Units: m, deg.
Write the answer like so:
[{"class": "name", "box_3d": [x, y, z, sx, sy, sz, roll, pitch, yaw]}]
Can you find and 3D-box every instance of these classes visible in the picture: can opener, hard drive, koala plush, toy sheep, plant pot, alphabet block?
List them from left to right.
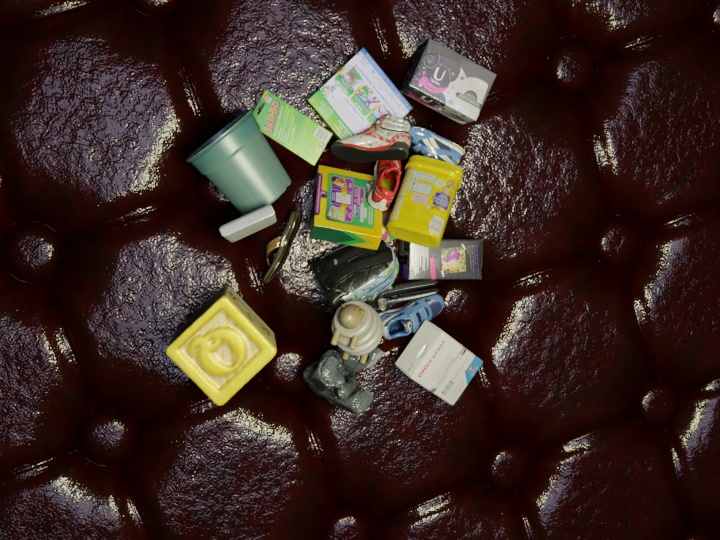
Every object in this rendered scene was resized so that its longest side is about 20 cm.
[{"class": "alphabet block", "box_3d": [-0.336, 0.178, 1.639, 0.196, 0.200, 0.195, -44, 102, -2]}, {"class": "plant pot", "box_3d": [-0.280, -0.249, 1.611, 0.200, 0.200, 0.197, -39, 109, -3]}, {"class": "hard drive", "box_3d": [-0.268, -0.111, 1.615, 0.131, 0.200, 0.027, -25, 92, -6]}, {"class": "koala plush", "box_3d": [-0.036, 0.240, 1.738, 0.177, 0.183, 0.201, 45, 67, -20]}, {"class": "toy sheep", "box_3d": [-0.007, 0.146, 1.623, 0.136, 0.201, 0.140, -6, 60, 10]}, {"class": "can opener", "box_3d": [0.107, 0.057, 1.741, 0.197, 0.079, 0.064, -15, 127, 8]}]

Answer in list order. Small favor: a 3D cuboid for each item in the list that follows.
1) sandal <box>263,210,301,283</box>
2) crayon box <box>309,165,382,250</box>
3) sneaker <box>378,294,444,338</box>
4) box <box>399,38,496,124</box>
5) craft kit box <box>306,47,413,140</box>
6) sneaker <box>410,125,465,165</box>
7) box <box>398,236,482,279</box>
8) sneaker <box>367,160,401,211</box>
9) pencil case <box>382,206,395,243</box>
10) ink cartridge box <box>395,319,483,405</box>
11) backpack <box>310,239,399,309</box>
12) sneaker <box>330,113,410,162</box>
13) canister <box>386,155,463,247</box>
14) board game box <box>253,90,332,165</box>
[{"class": "sandal", "box_3d": [-0.208, -0.065, 1.697, 0.054, 0.082, 0.202, 22, 94, 5]}, {"class": "crayon box", "box_3d": [-0.033, -0.158, 1.666, 0.170, 0.059, 0.202, 10, 53, -11]}, {"class": "sneaker", "box_3d": [0.136, 0.126, 1.762, 0.198, 0.082, 0.075, -24, 113, -5]}, {"class": "box", "box_3d": [0.220, -0.476, 1.700, 0.198, 0.115, 0.134, 24, 92, -11]}, {"class": "craft kit box", "box_3d": [-0.001, -0.422, 1.705, 0.197, 0.048, 0.200, -43, 102, -5]}, {"class": "sneaker", "box_3d": [0.173, -0.316, 1.733, 0.198, 0.074, 0.083, 24, 95, -11]}, {"class": "box", "box_3d": [0.207, -0.034, 1.746, 0.197, 0.122, 0.108, 0, 96, -10]}, {"class": "sneaker", "box_3d": [0.077, -0.236, 1.670, 0.076, 0.085, 0.202, 23, 49, -14]}, {"class": "pencil case", "box_3d": [0.124, -0.139, 1.742, 0.198, 0.088, 0.089, -24, 100, -5]}, {"class": "ink cartridge box", "box_3d": [0.209, 0.244, 1.762, 0.199, 0.086, 0.147, 37, 89, -37]}, {"class": "backpack", "box_3d": [0.000, 0.000, 1.701, 0.199, 0.164, 0.154, -38, 142, 7]}, {"class": "sneaker", "box_3d": [0.029, -0.334, 1.673, 0.198, 0.067, 0.109, 3, 64, 13]}, {"class": "canister", "box_3d": [0.158, -0.170, 1.661, 0.147, 0.087, 0.202, 16, 69, 12]}, {"class": "board game box", "box_3d": [-0.178, -0.360, 1.690, 0.199, 0.030, 0.096, 32, 90, -15]}]
